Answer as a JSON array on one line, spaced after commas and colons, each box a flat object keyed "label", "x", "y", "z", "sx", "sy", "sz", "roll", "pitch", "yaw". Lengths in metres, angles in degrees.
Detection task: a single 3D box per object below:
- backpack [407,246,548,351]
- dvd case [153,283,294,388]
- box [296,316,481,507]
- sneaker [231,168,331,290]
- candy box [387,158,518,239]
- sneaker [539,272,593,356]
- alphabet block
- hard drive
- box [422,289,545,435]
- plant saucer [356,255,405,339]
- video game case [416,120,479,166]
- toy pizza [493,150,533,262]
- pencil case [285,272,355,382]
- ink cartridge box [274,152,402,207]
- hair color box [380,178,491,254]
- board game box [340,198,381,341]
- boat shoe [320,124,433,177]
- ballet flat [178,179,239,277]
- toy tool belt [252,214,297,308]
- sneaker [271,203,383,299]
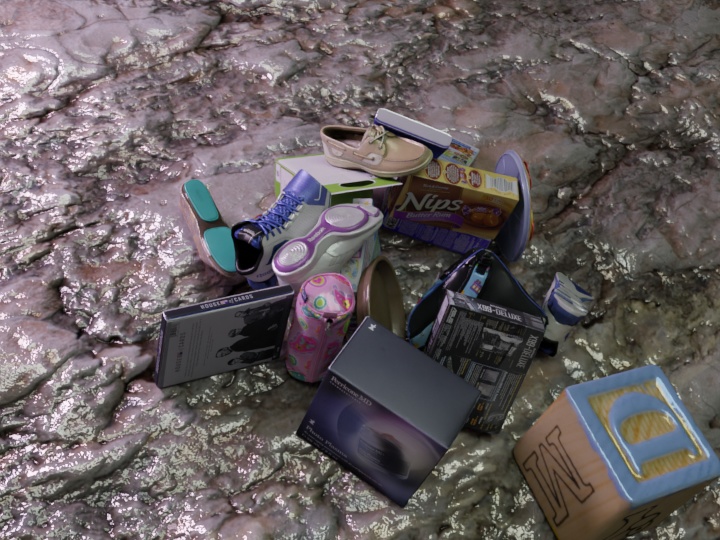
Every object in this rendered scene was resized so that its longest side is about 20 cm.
[{"label": "backpack", "x": 0.177, "y": 0.080, "z": 1.629, "sx": 0.200, "sy": 0.135, "sz": 0.183, "roll": -41, "pitch": 96, "yaw": 2}, {"label": "dvd case", "x": -0.201, "y": 0.097, "z": 1.470, "sx": 0.200, "sy": 0.151, "sz": 0.025, "roll": -11, "pitch": 49, "yaw": -28}, {"label": "box", "x": 0.035, "y": 0.207, "z": 1.444, "sx": 0.200, "sy": 0.199, "sz": 0.123, "roll": 33, "pitch": 49, "yaw": 7}, {"label": "sneaker", "x": -0.128, "y": -0.062, "z": 1.518, "sx": 0.080, "sy": 0.115, "sz": 0.200, "roll": 32, "pitch": 92, "yaw": 24}, {"label": "candy box", "x": 0.159, "y": -0.127, "z": 1.723, "sx": 0.199, "sy": 0.117, "sz": 0.057, "roll": 11, "pitch": 52, "yaw": -13}, {"label": "sneaker", "x": 0.335, "y": 0.080, "z": 1.730, "sx": 0.080, "sy": 0.115, "sz": 0.199, "roll": 37, "pitch": 20, "yaw": 7}, {"label": "alphabet block", "x": 0.383, "y": 0.287, "z": 1.514, "sx": 0.195, "sy": 0.200, "sz": 0.197, "roll": -8, "pitch": 57, "yaw": -27}, {"label": "hard drive", "x": 0.085, "y": -0.235, "z": 1.739, "sx": 0.132, "sy": 0.200, "sz": 0.025, "roll": 21, "pitch": 90, "yaw": -2}, {"label": "box", "x": 0.174, "y": 0.145, "z": 1.545, "sx": 0.157, "sy": 0.200, "sz": 0.050, "roll": 16, "pitch": 23, "yaw": -8}, {"label": "plant saucer", "x": 0.032, "y": 0.077, "z": 1.569, "sx": 0.029, "sy": 0.200, "sz": 0.200, "roll": -5, "pitch": 48, "yaw": 17}, {"label": "video game case", "x": 0.138, "y": -0.221, "z": 1.889, "sx": 0.143, "sy": 0.018, "sz": 0.200, "roll": 26, "pitch": 31, "yaw": 7}, {"label": "toy pizza", "x": 0.277, "y": -0.115, "z": 1.785, "sx": 0.032, "sy": 0.200, "sz": 0.201, "roll": -3, "pitch": 54, "yaw": -10}, {"label": "pencil case", "x": -0.062, "y": 0.089, "z": 1.496, "sx": 0.087, "sy": 0.200, "sz": 0.088, "roll": 7, "pitch": 52, "yaw": -9}, {"label": "ink cartridge box", "x": -0.041, "y": -0.137, "z": 1.702, "sx": 0.147, "sy": 0.076, "sz": 0.200, "roll": -10, "pitch": 27, "yaw": -26}, {"label": "hair color box", "x": 0.140, "y": -0.106, "z": 1.817, "sx": 0.199, "sy": 0.065, "sz": 0.110, "roll": 19, "pitch": 50, "yaw": -8}, {"label": "board game box", "x": 0.000, "y": 0.000, "z": 1.633, "sx": 0.034, "sy": 0.135, "sz": 0.200, "roll": 1, "pitch": 49, "yaw": 10}, {"label": "boat shoe", "x": 0.023, "y": -0.205, "z": 1.657, "sx": 0.200, "sy": 0.065, "sz": 0.072, "roll": 12, "pitch": 51, "yaw": 28}, {"label": "ballet flat", "x": -0.245, "y": -0.057, "z": 1.628, "sx": 0.068, "sy": 0.067, "sz": 0.200, "roll": -6, "pitch": 57, "yaw": -32}, {"label": "toy tool belt", "x": -0.107, "y": -0.043, "z": 1.633, "sx": 0.125, "sy": 0.123, "sz": 0.200, "roll": -27, "pitch": 67, "yaw": -35}, {"label": "sneaker", "x": -0.049, "y": -0.032, "z": 1.531, "sx": 0.200, "sy": 0.100, "sz": 0.075, "roll": -34, "pitch": 53, "yaw": -20}]
